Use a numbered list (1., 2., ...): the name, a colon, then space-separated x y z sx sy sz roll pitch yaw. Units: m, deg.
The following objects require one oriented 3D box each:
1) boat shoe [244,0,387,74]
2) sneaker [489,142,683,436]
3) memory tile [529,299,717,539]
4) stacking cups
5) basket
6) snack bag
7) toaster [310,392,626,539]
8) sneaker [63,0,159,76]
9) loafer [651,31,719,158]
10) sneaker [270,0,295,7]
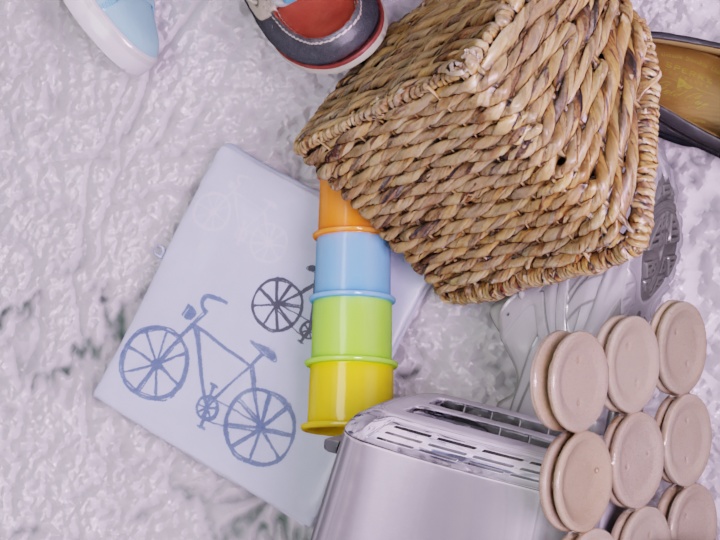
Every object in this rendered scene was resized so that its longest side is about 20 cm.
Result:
1. boat shoe: -0.046 -0.191 1.109 0.071 0.063 0.200 -33 44 0
2. sneaker: 0.123 0.014 1.036 0.099 0.078 0.200 14 88 30
3. memory tile: 0.139 0.121 0.920 0.017 0.153 0.200 2 100 40
4. stacking cups: 0.000 0.000 1.092 0.060 0.060 0.200 -2 77 26
5. basket: 0.087 -0.086 1.018 0.143 0.149 0.200 -53 17 -28
6. snack bag: -0.062 0.035 1.151 0.188 0.021 0.200 27 92 26
7. toaster: 0.066 0.146 0.972 0.200 0.114 0.129 14 99 24
8. sneaker: -0.166 -0.231 1.208 0.082 0.074 0.200 -29 73 23
9. loafer: 0.224 -0.088 1.000 0.200 0.072 0.073 16 89 26
10. sneaker: -0.016 -0.187 1.032 0.200 0.075 0.087 5 61 9
